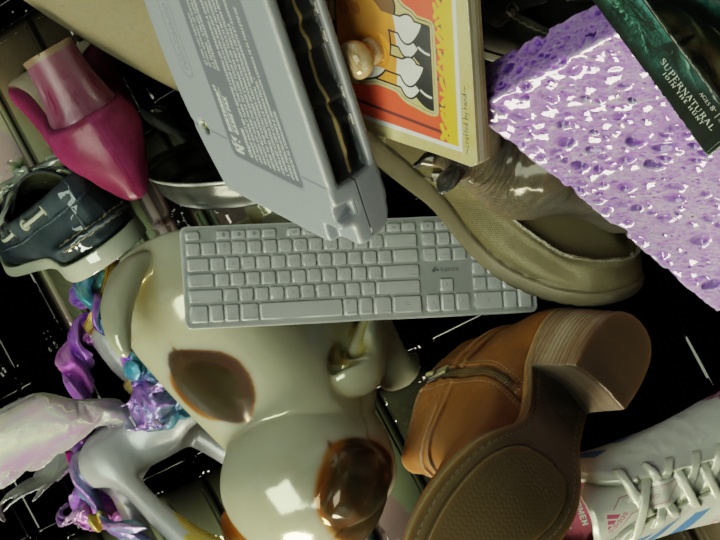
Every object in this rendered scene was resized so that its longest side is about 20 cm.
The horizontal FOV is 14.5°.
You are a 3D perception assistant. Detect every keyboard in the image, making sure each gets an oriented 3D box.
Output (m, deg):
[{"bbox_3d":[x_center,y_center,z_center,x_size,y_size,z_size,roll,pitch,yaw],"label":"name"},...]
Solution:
[{"bbox_3d":[0.000,0.000,1.563,0.011,0.200,0.056,136,130,-72],"label":"keyboard"}]

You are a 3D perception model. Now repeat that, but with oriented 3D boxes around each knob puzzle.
[{"bbox_3d":[-0.025,-0.153,1.403,0.220,0.030,0.220,28,134,33],"label":"knob puzzle"}]

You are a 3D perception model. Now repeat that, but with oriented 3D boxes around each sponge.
[{"bbox_3d":[0.160,-0.058,1.417,0.112,0.030,0.200,-26,131,37],"label":"sponge"}]

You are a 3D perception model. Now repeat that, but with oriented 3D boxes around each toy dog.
[{"bbox_3d":[-0.045,0.065,1.600,0.139,0.194,0.200,-27,83,27],"label":"toy dog"}]

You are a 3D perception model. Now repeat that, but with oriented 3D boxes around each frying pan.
[{"bbox_3d":[-0.092,-0.062,1.607,0.190,0.115,0.031,5,112,42],"label":"frying pan"}]

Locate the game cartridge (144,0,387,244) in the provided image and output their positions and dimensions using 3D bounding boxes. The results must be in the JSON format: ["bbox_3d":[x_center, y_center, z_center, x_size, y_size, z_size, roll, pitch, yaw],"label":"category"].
[{"bbox_3d":[-0.058,-0.115,1.429,0.133,0.040,0.200,24,142,45],"label":"game cartridge"}]

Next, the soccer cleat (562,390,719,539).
[{"bbox_3d":[0.165,0.116,1.525,0.200,0.086,0.070,-24,92,20],"label":"soccer cleat"}]

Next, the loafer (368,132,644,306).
[{"bbox_3d":[0.075,-0.054,1.548,0.200,0.076,0.067,36,128,17],"label":"loafer"}]

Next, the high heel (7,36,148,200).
[{"bbox_3d":[-0.155,-0.081,1.628,0.067,0.200,0.096,-29,94,2],"label":"high heel"}]

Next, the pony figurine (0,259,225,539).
[{"bbox_3d":[-0.147,0.109,1.718,0.193,0.167,0.200,-42,77,3],"label":"pony figurine"}]

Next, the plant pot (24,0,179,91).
[{"bbox_3d":[-0.078,-0.172,1.556,0.200,0.187,0.187,42,124,-2],"label":"plant pot"}]

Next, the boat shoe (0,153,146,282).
[{"bbox_3d":[-0.184,-0.033,1.672,0.062,0.075,0.200,57,169,-13],"label":"boat shoe"}]

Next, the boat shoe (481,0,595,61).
[{"bbox_3d":[0.074,-0.149,1.478,0.200,0.067,0.057,35,128,55],"label":"boat shoe"}]

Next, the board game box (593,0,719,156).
[{"bbox_3d":[0.187,-0.147,1.367,0.135,0.200,0.028,54,135,5],"label":"board game box"}]

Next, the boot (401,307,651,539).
[{"bbox_3d":[0.060,0.102,1.530,0.074,0.200,0.155,52,153,-16],"label":"boot"}]

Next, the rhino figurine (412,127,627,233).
[{"bbox_3d":[0.103,-0.065,1.478,0.060,0.200,0.088,-125,48,-56],"label":"rhino figurine"}]
